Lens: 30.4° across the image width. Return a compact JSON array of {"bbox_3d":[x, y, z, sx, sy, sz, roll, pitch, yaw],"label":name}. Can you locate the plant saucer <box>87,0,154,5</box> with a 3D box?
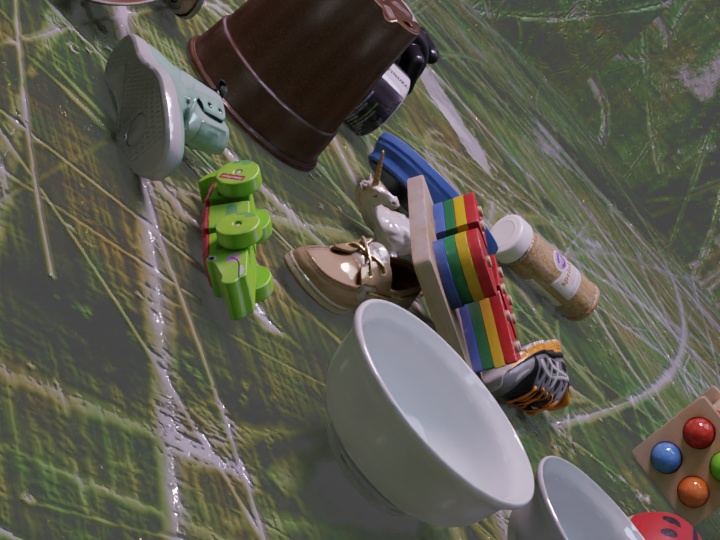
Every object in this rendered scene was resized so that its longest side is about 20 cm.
[{"bbox_3d":[-0.257,-0.335,1.290,0.198,0.037,0.202,12,61,-22],"label":"plant saucer"}]

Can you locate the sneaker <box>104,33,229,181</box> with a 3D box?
[{"bbox_3d":[-0.153,-0.129,1.160,0.118,0.074,0.201,29,23,-33],"label":"sneaker"}]

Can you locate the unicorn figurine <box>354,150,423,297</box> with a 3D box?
[{"bbox_3d":[0.052,-0.039,1.508,0.138,0.074,0.200,52,1,11],"label":"unicorn figurine"}]

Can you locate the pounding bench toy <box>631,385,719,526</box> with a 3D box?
[{"bbox_3d":[0.479,0.277,1.762,0.201,0.124,0.156,52,18,12],"label":"pounding bench toy"}]

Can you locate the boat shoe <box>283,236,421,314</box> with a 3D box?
[{"bbox_3d":[0.000,0.000,1.276,0.074,0.069,0.199,56,19,24],"label":"boat shoe"}]

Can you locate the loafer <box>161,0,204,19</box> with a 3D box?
[{"bbox_3d":[-0.216,-0.342,1.498,0.062,0.072,0.200,24,20,-26],"label":"loafer"}]

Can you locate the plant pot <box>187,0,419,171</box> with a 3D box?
[{"bbox_3d":[-0.052,-0.250,1.464,0.200,0.198,0.201,43,17,-17],"label":"plant pot"}]

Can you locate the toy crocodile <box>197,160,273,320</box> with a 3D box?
[{"bbox_3d":[-0.108,-0.030,1.101,0.201,0.061,0.068,-97,177,-53],"label":"toy crocodile"}]

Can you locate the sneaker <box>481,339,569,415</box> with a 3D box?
[{"bbox_3d":[0.190,0.124,1.477,0.199,0.078,0.078,-4,72,-61],"label":"sneaker"}]

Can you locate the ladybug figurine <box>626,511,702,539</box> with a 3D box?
[{"bbox_3d":[0.328,0.316,1.400,0.136,0.072,0.200,47,17,-5],"label":"ladybug figurine"}]

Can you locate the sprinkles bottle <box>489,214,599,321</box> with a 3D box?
[{"bbox_3d":[0.268,-0.002,1.935,0.200,0.068,0.069,38,20,-33],"label":"sprinkles bottle"}]

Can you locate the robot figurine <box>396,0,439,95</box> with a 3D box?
[{"bbox_3d":[0.032,-0.351,2.002,0.150,0.124,0.201,50,12,-44],"label":"robot figurine"}]

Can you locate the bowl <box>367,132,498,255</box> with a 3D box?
[{"bbox_3d":[0.085,-0.082,1.608,0.201,0.039,0.201,46,-3,3],"label":"bowl"}]

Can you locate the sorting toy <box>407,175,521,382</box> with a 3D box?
[{"bbox_3d":[0.113,0.022,1.362,0.199,0.069,0.201,-89,161,-62],"label":"sorting toy"}]

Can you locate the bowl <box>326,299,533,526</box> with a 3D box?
[{"bbox_3d":[0.037,0.127,1.039,0.201,0.090,0.202,43,19,-18],"label":"bowl"}]

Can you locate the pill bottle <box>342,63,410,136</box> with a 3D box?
[{"bbox_3d":[-0.037,-0.275,1.709,0.200,0.106,0.107,41,19,-23],"label":"pill bottle"}]

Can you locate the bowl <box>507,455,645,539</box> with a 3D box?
[{"bbox_3d":[0.188,0.267,1.134,0.201,0.090,0.202,43,18,-17],"label":"bowl"}]
